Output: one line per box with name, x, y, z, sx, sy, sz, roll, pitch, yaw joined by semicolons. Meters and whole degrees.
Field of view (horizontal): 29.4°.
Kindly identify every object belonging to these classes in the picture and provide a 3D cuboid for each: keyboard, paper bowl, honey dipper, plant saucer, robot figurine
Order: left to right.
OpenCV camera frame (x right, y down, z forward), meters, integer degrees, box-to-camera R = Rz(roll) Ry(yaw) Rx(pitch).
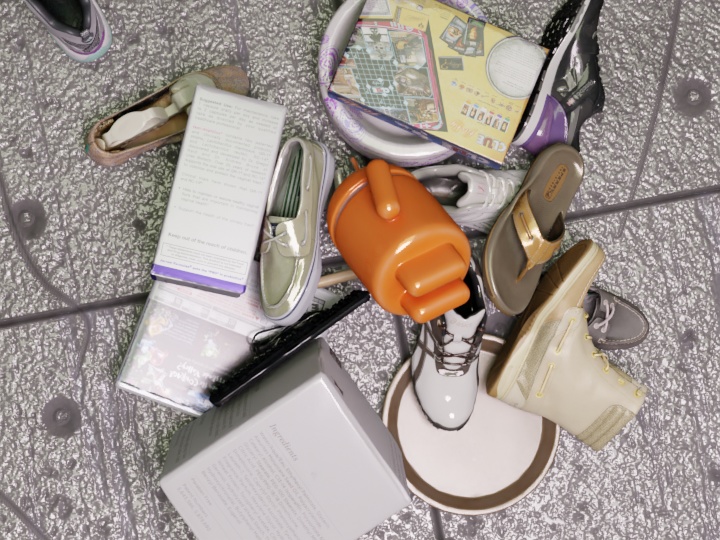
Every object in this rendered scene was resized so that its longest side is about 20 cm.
keyboard;-0.083;0.072;1.453;0.200;0.104;0.040;-34;92;-10
honey dipper;0.000;0.000;1.511;0.199;0.038;0.038;-13;85;-13
robot figurine;0.038;-0.035;1.413;0.117;0.144;0.200;-52;45;15
paper bowl;0.051;-0.214;1.514;0.199;0.104;0.202;0;85;-3
plant saucer;0.121;0.169;1.519;0.199;0.029;0.201;0;84;-3

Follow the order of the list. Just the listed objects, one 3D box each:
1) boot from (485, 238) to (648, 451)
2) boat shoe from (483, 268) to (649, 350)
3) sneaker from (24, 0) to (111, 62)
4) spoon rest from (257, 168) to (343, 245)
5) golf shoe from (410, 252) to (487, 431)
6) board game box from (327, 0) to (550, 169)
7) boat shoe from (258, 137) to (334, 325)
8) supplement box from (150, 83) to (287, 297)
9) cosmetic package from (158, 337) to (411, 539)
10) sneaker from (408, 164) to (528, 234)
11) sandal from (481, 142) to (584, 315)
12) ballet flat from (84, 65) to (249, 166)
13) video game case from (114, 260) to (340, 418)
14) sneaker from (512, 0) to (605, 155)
boot;0.246;0.082;1.471;0.155;0.073;0.201;29;99;-6
boat shoe;0.229;0.040;1.522;0.199;0.057;0.067;20;84;-1
sneaker;-0.345;-0.326;1.487;0.078;0.140;0.200;-41;88;-5
spoon rest;-0.109;-0.070;1.525;0.199;0.061;0.100;-10;84;10
golf shoe;0.095;0.074;1.465;0.077;0.094;0.201;0;90;-5
board game box;0.081;-0.208;1.446;0.199;0.035;0.136;24;85;0
boat shoe;-0.078;-0.044;1.447;0.072;0.062;0.201;5;82;32
supplement box;-0.149;-0.080;1.438;0.103;0.101;0.201;12;85;-7
cosmetic package;-0.076;0.202;1.413;0.199;0.165;0.165;-33;100;4
sneaker;0.136;-0.079;1.507;0.199;0.099;0.078;0;85;-3
sandal;0.192;-0.048;1.467;0.080;0.054;0.201;34;77;-27
ballet flat;-0.212;-0.172;1.516;0.199;0.067;0.068;-30;85;-5
video game case;-0.144;0.076;1.501;0.199;0.023;0.183;22;83;-12
sneaker;0.241;-0.218;1.550;0.087;0.076;0.201;25;88;-15
